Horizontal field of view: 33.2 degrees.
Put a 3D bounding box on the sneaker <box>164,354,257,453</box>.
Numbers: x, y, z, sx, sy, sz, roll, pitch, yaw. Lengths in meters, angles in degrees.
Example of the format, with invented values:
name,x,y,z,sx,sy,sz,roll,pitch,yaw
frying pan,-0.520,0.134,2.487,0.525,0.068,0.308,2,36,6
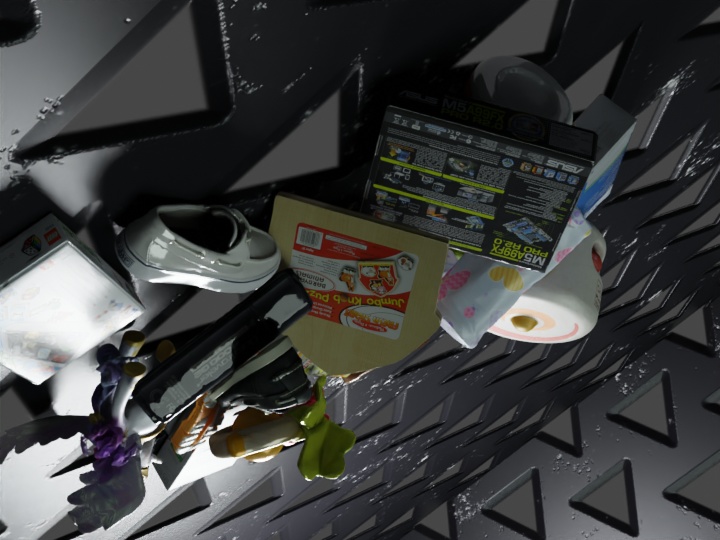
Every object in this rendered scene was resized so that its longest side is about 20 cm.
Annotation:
name,x,y,z,sx,sy,sz,roll,pitch,yaw
sneaker,-0.176,0.120,1.364,0.078,0.077,0.200,-8,141,-54

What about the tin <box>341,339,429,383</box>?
name,x,y,z,sx,sy,sz,roll,pitch,yaw
tin,0.033,0.109,1.648,0.112,0.042,0.200,-32,176,16

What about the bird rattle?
name,x,y,z,sx,sy,sz,roll,pitch,yaw
bird rattle,-0.098,0.174,1.391,0.162,0.113,0.200,-13,-172,-20

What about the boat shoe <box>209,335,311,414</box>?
name,x,y,z,sx,sy,sz,roll,pitch,yaw
boat shoe,-0.104,0.123,1.240,0.072,0.068,0.200,-40,-177,-26

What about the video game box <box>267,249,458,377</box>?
name,x,y,z,sx,sy,sz,roll,pitch,yaw
video game box,0.007,0.043,1.343,0.200,0.047,0.182,-41,157,17

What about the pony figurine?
name,x,y,z,sx,sy,sz,roll,pitch,yaw
pony figurine,-0.254,0.163,1.256,0.193,0.166,0.201,-13,135,-52

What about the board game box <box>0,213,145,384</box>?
name,x,y,z,sx,sy,sz,roll,pitch,yaw
board game box,-0.276,0.031,1.050,0.126,0.035,0.200,-34,160,-4

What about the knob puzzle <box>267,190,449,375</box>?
name,x,y,z,sx,sy,sz,roll,pitch,yaw
knob puzzle,-0.012,0.022,1.224,0.220,0.219,0.031,-48,-168,34

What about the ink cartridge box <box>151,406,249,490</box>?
name,x,y,z,sx,sy,sz,roll,pitch,yaw
ink cartridge box,-0.188,0.205,1.575,0.109,0.050,0.200,-17,153,-40

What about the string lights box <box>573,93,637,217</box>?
name,x,y,z,sx,sy,sz,roll,pitch,yaw
string lights box,0.278,-0.123,1.516,0.103,0.059,0.200,-46,164,-16

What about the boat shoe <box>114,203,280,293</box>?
name,x,y,z,sx,sy,sz,roll,pitch,yaw
boat shoe,-0.132,-0.029,1.101,0.066,0.072,0.199,-40,152,28

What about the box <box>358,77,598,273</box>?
name,x,y,z,sx,sy,sz,roll,pitch,yaw
box,0.108,-0.088,1.157,0.161,0.199,0.044,105,0,-49

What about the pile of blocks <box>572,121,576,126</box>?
name,x,y,z,sx,sy,sz,roll,pitch,yaw
pile of blocks,0.164,-0.119,1.354,0.200,0.082,0.062,-52,174,15

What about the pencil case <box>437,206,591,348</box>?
name,x,y,z,sx,sy,sz,roll,pitch,yaw
pencil case,0.155,-0.007,1.300,0.200,0.083,0.091,-44,-175,2

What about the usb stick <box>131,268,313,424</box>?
name,x,y,z,sx,sy,sz,roll,pitch,yaw
usb stick,-0.134,0.074,1.187,0.200,0.033,0.056,-38,121,-9

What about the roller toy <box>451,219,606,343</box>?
name,x,y,z,sx,sy,sz,roll,pitch,yaw
roller toy,0.218,0.011,1.533,0.182,0.141,0.200,20,157,-20

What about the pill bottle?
name,x,y,z,sx,sy,sz,roll,pitch,yaw
pill bottle,0.124,-0.115,1.241,0.112,0.112,0.200,-19,156,-37
